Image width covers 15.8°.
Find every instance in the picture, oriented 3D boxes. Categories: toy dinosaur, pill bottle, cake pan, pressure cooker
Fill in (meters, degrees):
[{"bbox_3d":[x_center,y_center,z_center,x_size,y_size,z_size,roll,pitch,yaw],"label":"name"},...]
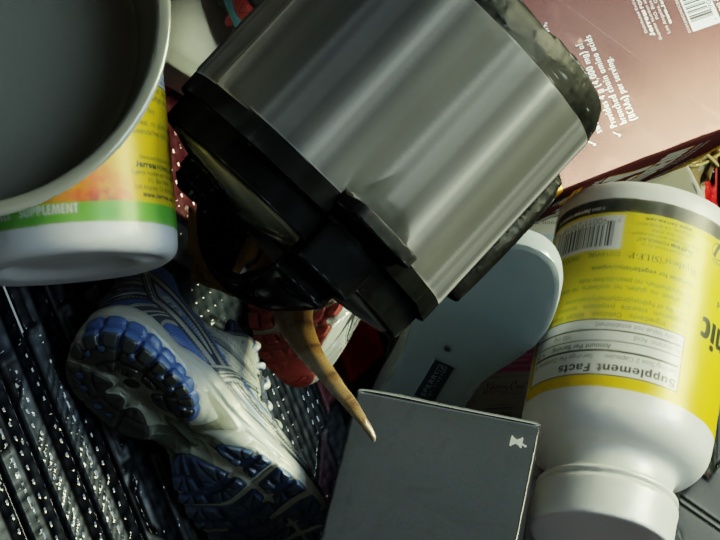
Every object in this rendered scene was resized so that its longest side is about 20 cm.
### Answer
[{"bbox_3d":[-0.040,-0.001,1.394,0.201,0.105,0.061,-87,179,-49],"label":"toy dinosaur"},{"bbox_3d":[-0.152,-0.099,1.271,0.111,0.110,0.202,6,76,-56],"label":"pill bottle"},{"bbox_3d":[-0.186,-0.113,1.186,0.037,0.198,0.202,111,-21,-71],"label":"cake pan"},{"bbox_3d":[-0.001,-0.065,1.306,0.179,0.200,0.176,42,-5,19],"label":"pressure cooker"},{"bbox_3d":[0.151,0.061,1.476,0.111,0.111,0.201,39,54,-44],"label":"pill bottle"}]

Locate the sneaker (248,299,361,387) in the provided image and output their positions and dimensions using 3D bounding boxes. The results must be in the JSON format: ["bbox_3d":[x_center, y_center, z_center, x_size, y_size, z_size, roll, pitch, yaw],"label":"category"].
[{"bbox_3d":[0.000,0.000,1.507,0.082,0.077,0.200,60,37,-27],"label":"sneaker"}]

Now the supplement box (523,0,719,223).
[{"bbox_3d":[0.118,-0.141,1.585,0.199,0.133,0.199,-20,85,-28],"label":"supplement box"}]

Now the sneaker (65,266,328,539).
[{"bbox_3d":[-0.071,0.072,1.377,0.200,0.077,0.086,53,36,-34],"label":"sneaker"}]

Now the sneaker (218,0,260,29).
[{"bbox_3d":[-0.002,-0.134,1.459,0.201,0.095,0.079,54,28,-2],"label":"sneaker"}]

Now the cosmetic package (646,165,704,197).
[{"bbox_3d":[0.220,0.011,1.763,0.200,0.073,0.104,56,10,-64],"label":"cosmetic package"}]

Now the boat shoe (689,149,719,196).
[{"bbox_3d":[0.230,-0.097,1.902,0.074,0.066,0.202,-12,89,-57],"label":"boat shoe"}]

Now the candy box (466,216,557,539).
[{"bbox_3d":[0.124,0.092,1.645,0.168,0.071,0.201,59,36,-46],"label":"candy box"}]

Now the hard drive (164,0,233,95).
[{"bbox_3d":[-0.118,-0.177,1.433,0.200,0.027,0.133,30,55,-49],"label":"hard drive"}]

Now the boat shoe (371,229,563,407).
[{"bbox_3d":[0.059,0.022,1.509,0.070,0.201,0.091,27,43,-9],"label":"boat shoe"}]

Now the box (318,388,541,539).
[{"bbox_3d":[0.024,0.200,1.377,0.183,0.103,0.201,94,9,-53],"label":"box"}]
